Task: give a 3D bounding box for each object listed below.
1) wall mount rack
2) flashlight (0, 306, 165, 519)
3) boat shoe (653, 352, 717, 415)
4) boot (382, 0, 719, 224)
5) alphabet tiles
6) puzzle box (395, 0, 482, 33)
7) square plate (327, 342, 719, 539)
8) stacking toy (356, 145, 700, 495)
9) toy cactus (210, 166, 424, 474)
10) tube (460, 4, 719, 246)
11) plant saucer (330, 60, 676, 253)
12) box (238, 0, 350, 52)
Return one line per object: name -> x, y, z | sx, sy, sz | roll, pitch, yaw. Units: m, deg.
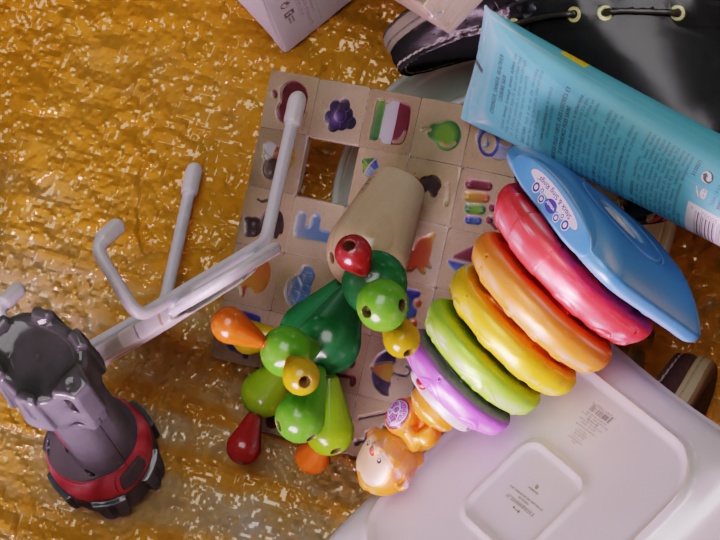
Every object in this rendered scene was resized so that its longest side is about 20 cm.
wall mount rack -> -0.103, -0.014, 1.600 | 0.173, 0.200, 0.075 | -33, 93, -39
flashlight -> -0.154, 0.074, 1.552 | 0.067, 0.200, 0.068 | -10, 67, 6
boat shoe -> 0.114, 0.117, 1.568 | 0.072, 0.072, 0.200 | 35, 84, 18
boot -> 0.118, -0.095, 1.587 | 0.203, 0.073, 0.155 | -17, 83, 22
alphabet tiles -> 0.000, 0.000, 1.613 | 0.166, 0.008, 0.201 | 13, 91, 30
puzzle box -> 0.082, -0.224, 1.594 | 0.200, 0.025, 0.133 | -47, 30, -2
square plate -> 0.090, 0.124, 1.518 | 0.198, 0.028, 0.200 | -44, 41, -6
stacking toy -> 0.067, 0.043, 1.527 | 0.200, 0.110, 0.116 | -45, 48, 13
toy cactus -> -0.018, 0.017, 1.553 | 0.102, 0.200, 0.166 | 25, 63, -2
tube -> 0.141, -0.065, 1.520 | 0.199, 0.078, 0.050 | 29, 40, 19
plant saucer -> 0.079, -0.045, 1.643 | 0.199, 0.050, 0.201 | -3, 69, 7
box -> -0.013, -0.248, 1.707 | 0.200, 0.098, 0.124 | -39, 69, -6
